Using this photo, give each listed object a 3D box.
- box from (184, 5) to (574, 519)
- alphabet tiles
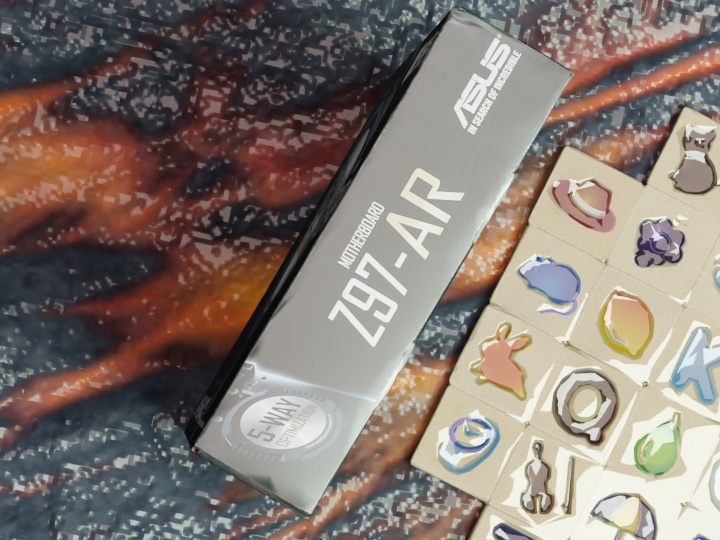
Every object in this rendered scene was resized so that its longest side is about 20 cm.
[{"bbox_3d":[0.000,0.000,0.917,0.044,0.200,0.160,31,87,-3],"label":"box"},{"bbox_3d":[0.121,0.050,1.020,0.166,0.006,0.200,27,87,-2],"label":"alphabet tiles"}]
